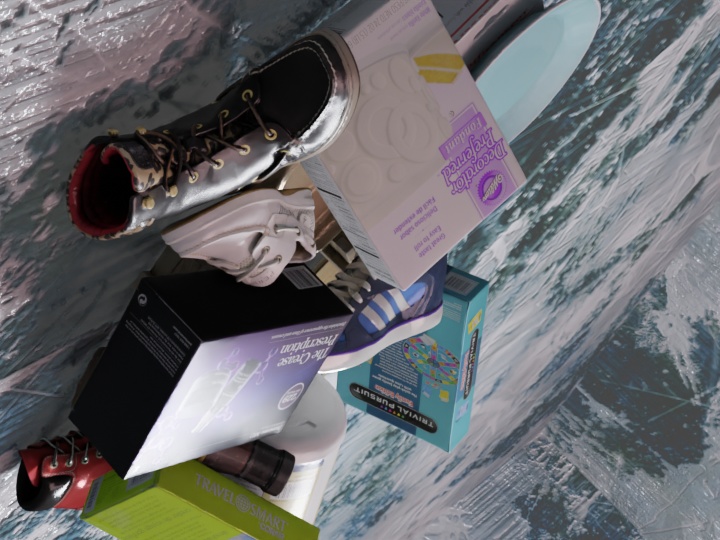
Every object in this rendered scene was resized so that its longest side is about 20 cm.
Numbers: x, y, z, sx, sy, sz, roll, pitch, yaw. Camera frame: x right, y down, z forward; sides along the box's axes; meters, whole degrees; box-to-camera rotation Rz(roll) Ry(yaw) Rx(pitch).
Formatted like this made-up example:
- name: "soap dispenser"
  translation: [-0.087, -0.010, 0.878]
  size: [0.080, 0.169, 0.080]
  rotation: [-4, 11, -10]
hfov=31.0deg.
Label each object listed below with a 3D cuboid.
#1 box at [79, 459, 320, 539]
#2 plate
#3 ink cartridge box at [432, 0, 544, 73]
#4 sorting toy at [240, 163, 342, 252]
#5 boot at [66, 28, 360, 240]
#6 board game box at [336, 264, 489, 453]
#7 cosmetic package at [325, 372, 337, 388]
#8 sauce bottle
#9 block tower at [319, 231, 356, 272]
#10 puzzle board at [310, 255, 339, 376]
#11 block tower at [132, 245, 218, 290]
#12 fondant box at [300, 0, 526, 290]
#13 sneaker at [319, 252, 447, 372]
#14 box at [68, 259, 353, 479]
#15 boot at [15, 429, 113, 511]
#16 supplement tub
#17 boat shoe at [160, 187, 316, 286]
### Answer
- name: "box"
  translation: [-0.132, 0.231, 1.152]
  size: [0.122, 0.200, 0.048]
  rotation: [-29, -143, 40]
- name: "plate"
  translation: [0.135, -0.170, 1.152]
  size: [0.200, 0.026, 0.200]
  rotation: [-40, 161, -16]
- name: "ink cartridge box"
  translation: [0.101, -0.207, 1.147]
  size: [0.116, 0.068, 0.200]
  rotation: [-45, 163, -1]
- name: "sorting toy"
  translation: [-0.018, -0.112, 1.156]
  size: [0.185, 0.036, 0.200]
  rotation: [-45, 158, -1]
- name: "boot"
  translation: [-0.103, -0.088, 0.883]
  size: [0.150, 0.074, 0.200]
  rotation: [-25, 179, -42]
- name: "board game box"
  translation: [0.051, 0.077, 1.380]
  size: [0.047, 0.150, 0.201]
  rotation: [-39, 143, -45]
- name: "cosmetic package"
  translation: [-0.022, 0.080, 1.516]
  size: [0.199, 0.074, 0.102]
  rotation: [-29, 157, -38]
- name: "sauce bottle"
  translation: [-0.150, 0.136, 1.129]
  size: [0.066, 0.199, 0.066]
  rotation: [-58, -166, 23]
- name: "block tower"
  translation: [0.037, -0.085, 1.303]
  size: [0.200, 0.054, 0.058]
  rotation: [-44, 162, -7]
- name: "puzzle board"
  translation: [-0.043, 0.051, 1.372]
  size: [0.200, 0.017, 0.151]
  rotation: [-46, 147, -34]
- name: "block tower"
  translation: [-0.115, 0.010, 1.140]
  size: [0.058, 0.054, 0.200]
  rotation: [-52, 162, 17]
- name: "fondant box"
  translation: [0.026, -0.108, 1.019]
  size: [0.144, 0.058, 0.201]
  rotation: [-41, 120, -14]
- name: "sneaker"
  translation: [0.000, 0.000, 1.219]
  size: [0.199, 0.080, 0.147]
  rotation: [-19, 117, -35]
- name: "box"
  translation: [-0.115, 0.074, 1.040]
  size: [0.200, 0.079, 0.142]
  rotation: [-8, 138, -56]
- name: "boot"
  translation: [-0.225, 0.144, 1.172]
  size: [0.144, 0.072, 0.200]
  rotation: [14, 118, -48]
- name: "supplement tub"
  translation: [-0.104, 0.201, 1.276]
  size: [0.144, 0.144, 0.201]
  rotation: [-24, 141, -49]
- name: "boat shoe"
  translation: [-0.080, -0.022, 1.003]
  size: [0.070, 0.070, 0.200]
  rotation: [-19, 179, 25]
